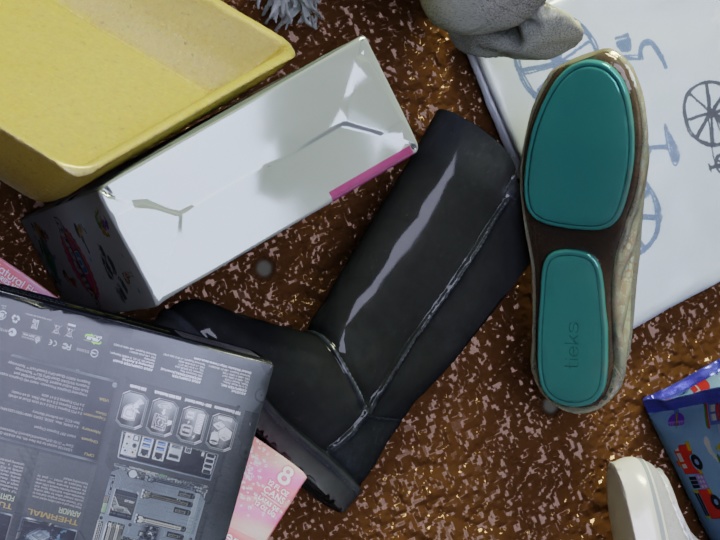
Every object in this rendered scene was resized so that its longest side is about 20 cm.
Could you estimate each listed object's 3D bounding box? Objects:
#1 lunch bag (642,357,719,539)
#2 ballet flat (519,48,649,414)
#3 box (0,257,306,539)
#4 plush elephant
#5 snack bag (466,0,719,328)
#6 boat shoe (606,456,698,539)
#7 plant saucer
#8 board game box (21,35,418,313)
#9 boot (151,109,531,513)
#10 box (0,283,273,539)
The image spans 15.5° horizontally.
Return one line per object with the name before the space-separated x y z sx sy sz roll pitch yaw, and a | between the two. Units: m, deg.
lunch bag | 0.251 0.113 1.376 0.094 0.200 0.151 -29 96 -16
ballet flat | 0.118 -0.025 1.386 0.067 0.062 0.201 11 111 18
box | -0.140 0.084 1.311 0.200 0.103 0.095 36 78 -11
plush elephant | 0.046 -0.187 1.347 0.155 0.165 0.201 30 95 27
snack bag | 0.173 -0.085 1.458 0.199 0.021 0.189 -26 95 -16
boat shoe | 0.187 0.188 1.414 0.068 0.072 0.201 -20 93 -5
plant saucer | -0.163 -0.106 1.269 0.200 0.049 0.200 31 33 16
board game box | -0.072 -0.040 1.286 0.147 0.200 0.064 -30 96 -16
boot | 0.000 0.000 1.358 0.200 0.066 0.165 -51 133 -10
box | -0.156 0.091 1.225 0.199 0.051 0.158 15 92 -13
